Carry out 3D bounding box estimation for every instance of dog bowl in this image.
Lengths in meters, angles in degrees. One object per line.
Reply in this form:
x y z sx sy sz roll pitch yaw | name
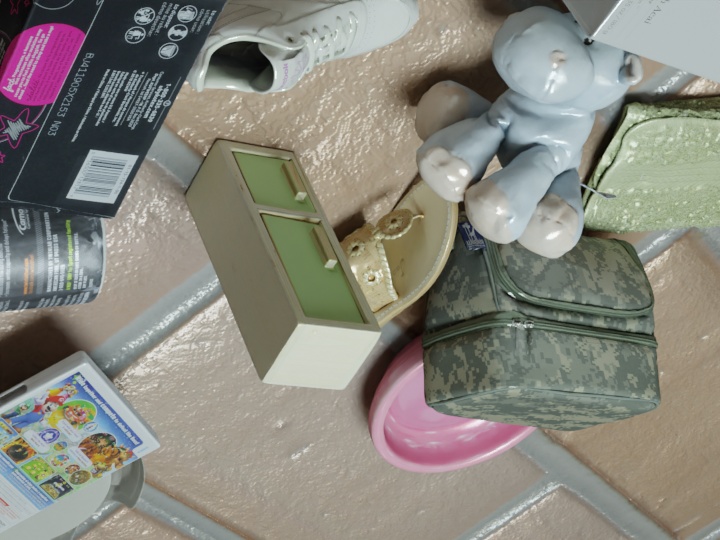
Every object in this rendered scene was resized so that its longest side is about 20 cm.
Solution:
-0.289 0.178 1.553 0.200 0.059 0.200 -16 140 -13 | dog bowl

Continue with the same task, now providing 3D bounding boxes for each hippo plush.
0.154 -0.116 1.380 0.200 0.159 0.161 5 139 -31 | hippo plush

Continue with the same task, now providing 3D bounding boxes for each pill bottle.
-0.292 -0.019 1.295 0.200 0.106 0.106 -6 137 -24 | pill bottle

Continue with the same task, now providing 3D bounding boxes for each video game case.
-0.281 0.152 1.470 0.200 0.018 0.143 -28 140 3 | video game case

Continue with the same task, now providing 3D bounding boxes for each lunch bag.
0.154 0.041 1.558 0.200 0.168 0.139 8 161 -30 | lunch bag

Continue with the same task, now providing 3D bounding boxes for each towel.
0.292 -0.091 1.591 0.200 0.037 0.149 -4 137 -25 | towel

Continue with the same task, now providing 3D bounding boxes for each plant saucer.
0.097 0.109 1.695 0.200 0.051 0.201 -15 139 -14 | plant saucer

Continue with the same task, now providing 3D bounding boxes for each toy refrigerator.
-0.060 -0.008 1.359 0.076 0.200 0.070 8 130 -34 | toy refrigerator

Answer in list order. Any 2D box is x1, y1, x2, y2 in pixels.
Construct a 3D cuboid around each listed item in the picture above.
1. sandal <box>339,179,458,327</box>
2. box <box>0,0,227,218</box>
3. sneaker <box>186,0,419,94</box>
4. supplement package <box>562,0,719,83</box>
0.002 0.004 1.505 0.070 0.078 0.212 1 139 -38 | sandal
-0.196 -0.149 1.198 0.132 0.115 0.200 5 133 -35 | box
-0.046 -0.160 1.279 0.200 0.100 0.075 -10 136 -21 | sneaker
0.250 -0.229 1.347 0.200 0.120 0.121 11 127 -37 | supplement package
